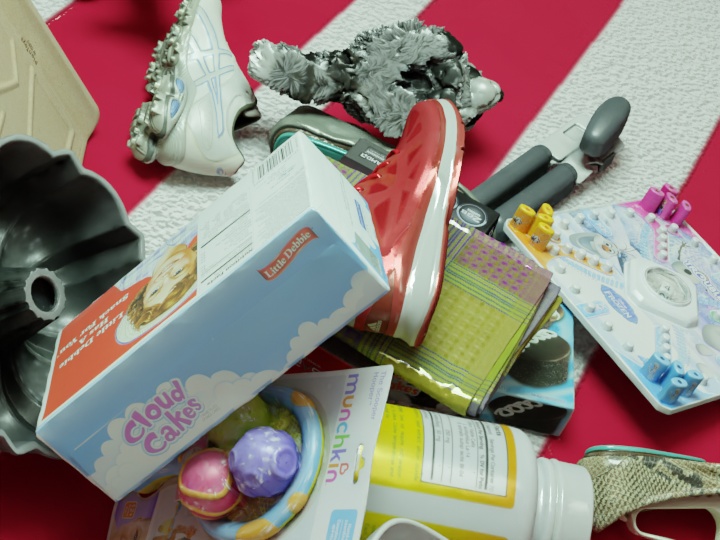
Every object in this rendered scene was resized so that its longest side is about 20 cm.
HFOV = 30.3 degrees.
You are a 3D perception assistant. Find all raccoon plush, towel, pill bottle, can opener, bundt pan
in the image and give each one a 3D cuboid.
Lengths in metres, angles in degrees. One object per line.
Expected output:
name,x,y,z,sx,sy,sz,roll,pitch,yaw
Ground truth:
raccoon plush,0.019,-0.163,1.095,0.199,0.097,0.134,23,7,5
towel,0.025,0.008,0.884,0.199,0.023,0.144,29,48,12
pill bottle,0.037,0.142,0.821,0.199,0.110,0.110,11,45,-6
can opener,0.158,-0.092,1.107,0.053,0.067,0.200,38,48,20
bundt pan,-0.220,0.022,0.829,0.201,0.075,0.203,25,58,-48

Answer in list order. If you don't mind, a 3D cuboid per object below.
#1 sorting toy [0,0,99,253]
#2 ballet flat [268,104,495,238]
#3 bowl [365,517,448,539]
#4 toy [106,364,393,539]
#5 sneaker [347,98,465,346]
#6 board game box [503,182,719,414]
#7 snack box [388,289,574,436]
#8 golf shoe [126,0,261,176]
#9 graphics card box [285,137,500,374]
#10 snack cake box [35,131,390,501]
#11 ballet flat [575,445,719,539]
sorting toy,-0.255,-0.104,0.937,0.036,0.186,0.201,-11,45,17
ballet flat,0.024,-0.079,1.059,0.199,0.068,0.064,25,39,8
bowl,0.036,0.260,0.700,0.199,0.075,0.200,40,45,-13
toy,-0.080,0.107,0.759,0.047,0.199,0.116,33,59,-40
sneaker,0.001,-0.049,0.862,0.115,0.079,0.201,13,45,-5
board game box,0.239,0.012,1.035,0.199,0.026,0.200,-10,50,-39
snack box,0.056,0.045,0.969,0.199,0.037,0.117,13,45,-4
golf shoe,-0.127,-0.152,1.093,0.097,0.078,0.201,23,49,-19
graphics card box,0.000,0.000,0.934,0.125,0.051,0.200,30,47,13
snack cake box,-0.084,0.024,0.750,0.067,0.200,0.115,46,14,-25
ballet flat,0.244,0.156,0.910,0.198,0.068,0.076,-1,69,-10
